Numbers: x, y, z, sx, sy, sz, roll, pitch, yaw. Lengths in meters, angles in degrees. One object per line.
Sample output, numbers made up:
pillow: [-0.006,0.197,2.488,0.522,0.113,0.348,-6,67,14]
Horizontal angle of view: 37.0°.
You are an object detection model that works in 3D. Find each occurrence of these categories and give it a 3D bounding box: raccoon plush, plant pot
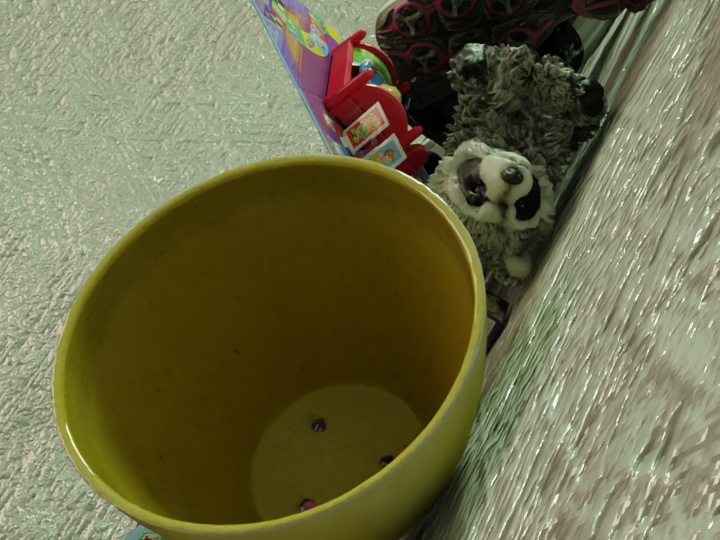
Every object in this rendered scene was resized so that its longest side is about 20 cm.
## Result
raccoon plush: [0.094,-0.051,0.679,0.200,0.096,0.135,39,-110,-72]
plant pot: [-0.027,0.064,0.528,0.201,0.199,0.142,-61,-30,-28]

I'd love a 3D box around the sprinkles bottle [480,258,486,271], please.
sprinkles bottle: [0.110,-0.072,0.985,0.200,0.068,0.068,-60,-2,-32]

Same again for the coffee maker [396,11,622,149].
coffee maker: [0.106,-0.201,0.888,0.200,0.191,0.135,-58,-22,-30]

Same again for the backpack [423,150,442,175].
backpack: [0.000,0.000,0.807,0.200,0.146,0.184,-50,-44,-59]

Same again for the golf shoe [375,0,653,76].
golf shoe: [0.104,-0.189,0.708,0.092,0.199,0.073,-101,-9,-50]

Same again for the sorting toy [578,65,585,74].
sorting toy: [0.166,-0.303,1.020,0.186,0.200,0.036,-61,21,-15]

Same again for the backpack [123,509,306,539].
backpack: [-0.085,0.207,0.616,0.183,0.134,0.200,-63,-3,19]

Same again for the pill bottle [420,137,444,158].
pill bottle: [0.141,-0.159,1.315,0.113,0.112,0.200,-63,-2,39]

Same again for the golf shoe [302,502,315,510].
golf shoe: [-0.058,0.249,0.812,0.201,0.075,0.091,-60,-16,16]

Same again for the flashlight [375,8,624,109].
flashlight: [0.113,-0.182,0.766,0.199,0.068,0.068,-32,-32,-9]

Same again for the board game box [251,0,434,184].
board game box: [0.013,-0.107,0.686,0.039,0.201,0.158,-34,-20,21]

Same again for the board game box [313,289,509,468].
board game box: [-0.003,0.070,0.686,0.201,0.120,0.032,-62,0,33]
